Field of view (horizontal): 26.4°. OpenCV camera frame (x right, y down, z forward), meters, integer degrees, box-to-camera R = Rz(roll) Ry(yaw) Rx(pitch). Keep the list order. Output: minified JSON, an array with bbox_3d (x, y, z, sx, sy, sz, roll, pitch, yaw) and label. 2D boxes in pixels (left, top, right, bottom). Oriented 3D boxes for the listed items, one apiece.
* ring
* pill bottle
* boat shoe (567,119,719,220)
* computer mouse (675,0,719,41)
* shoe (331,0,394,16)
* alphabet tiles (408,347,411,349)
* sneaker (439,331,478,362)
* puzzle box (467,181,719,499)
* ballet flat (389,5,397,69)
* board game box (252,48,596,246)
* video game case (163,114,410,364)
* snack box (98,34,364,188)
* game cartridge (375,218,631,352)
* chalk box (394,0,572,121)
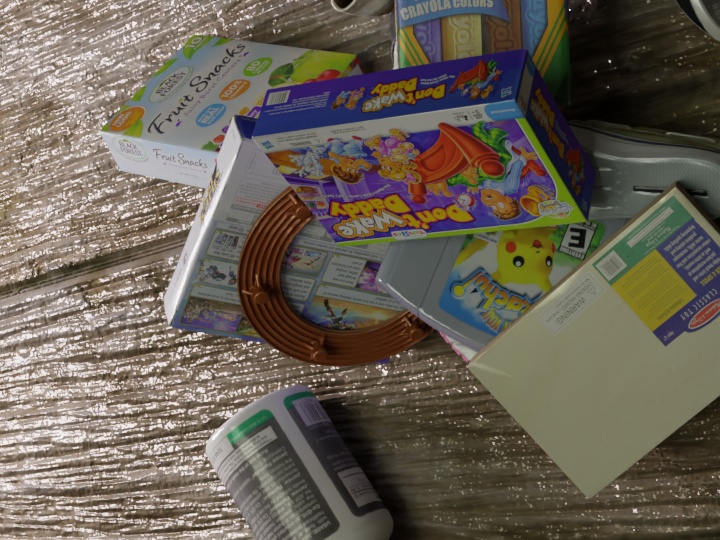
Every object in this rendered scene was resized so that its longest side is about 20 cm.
[{"bbox_3d":[0.000,0.000,1.230,0.201,0.200,0.019,-65,27,29],"label":"ring"},{"bbox_3d":[-0.042,0.211,1.352,0.113,0.113,0.200,-47,68,36],"label":"pill bottle"},{"bbox_3d":[0.174,-0.073,1.107,0.199,0.062,0.072,11,116,17],"label":"boat shoe"},{"bbox_3d":[0.221,-0.246,1.057,0.044,0.109,0.201,-16,96,67],"label":"computer mouse"},{"bbox_3d":[0.038,-0.283,1.225,0.070,0.053,0.200,49,126,23],"label":"shoe"},{"bbox_3d":[-0.027,-0.005,1.367,0.200,0.008,0.168,19,110,37],"label":"alphabet tiles"},{"bbox_3d":[0.148,0.055,1.195,0.200,0.080,0.087,37,109,20],"label":"sneaker"},{"bbox_3d":[0.192,0.051,1.078,0.200,0.025,0.133,-42,91,18],"label":"puzzle box"},{"bbox_3d":[0.070,-0.141,1.215,0.200,0.068,0.068,57,131,18],"label":"ballet flat"},{"bbox_3d":[0.045,-0.080,1.061,0.199,0.135,0.045,-5,54,30],"label":"board game box"},{"bbox_3d":[-0.038,-0.021,1.244,0.046,0.199,0.182,-113,41,-53],"label":"video game case"},{"bbox_3d":[-0.108,-0.135,1.322,0.199,0.142,0.053,13,141,39],"label":"snack box"},{"bbox_3d":[0.119,0.001,1.140,0.199,0.040,0.134,21,85,9],"label":"game cartridge"},{"bbox_3d":[0.091,-0.210,1.114,0.123,0.125,0.201,-1,92,9],"label":"chalk box"}]
